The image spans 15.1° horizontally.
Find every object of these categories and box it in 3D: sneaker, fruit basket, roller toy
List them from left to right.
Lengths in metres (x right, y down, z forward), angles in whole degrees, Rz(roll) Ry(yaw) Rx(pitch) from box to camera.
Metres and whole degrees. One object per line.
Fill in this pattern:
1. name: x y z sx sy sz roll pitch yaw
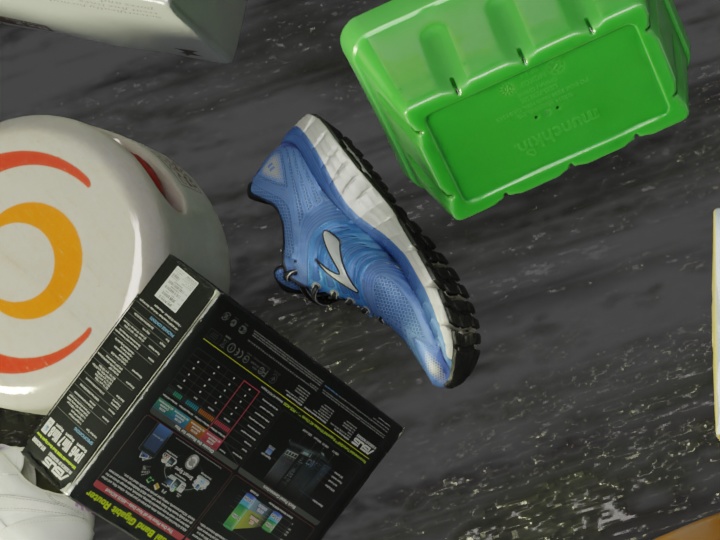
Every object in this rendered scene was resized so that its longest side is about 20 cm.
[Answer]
1. sneaker: -0.261 0.154 1.740 0.200 0.075 0.100 15 65 12
2. roller toy: -0.179 0.001 1.703 0.200 0.140 0.183 -3 82 20
3. sneaker: 0.000 0.000 1.713 0.089 0.079 0.200 -40 68 9
4. fruit basket: 0.092 -0.155 1.702 0.215 0.156 0.216 -18 36 14

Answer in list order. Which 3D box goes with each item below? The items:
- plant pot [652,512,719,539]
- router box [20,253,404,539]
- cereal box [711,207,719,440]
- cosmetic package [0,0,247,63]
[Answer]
1. plant pot: 0.177 0.264 1.567 0.200 0.200 0.183 -28 77 4
2. router box: -0.086 0.103 1.644 0.150 0.200 0.062 -53 43 -2
3. cereal box: 0.316 0.032 1.663 0.200 0.040 0.144 0 81 10
4. cosmetic package: -0.154 -0.255 1.727 0.165 0.165 0.200 11 83 12
